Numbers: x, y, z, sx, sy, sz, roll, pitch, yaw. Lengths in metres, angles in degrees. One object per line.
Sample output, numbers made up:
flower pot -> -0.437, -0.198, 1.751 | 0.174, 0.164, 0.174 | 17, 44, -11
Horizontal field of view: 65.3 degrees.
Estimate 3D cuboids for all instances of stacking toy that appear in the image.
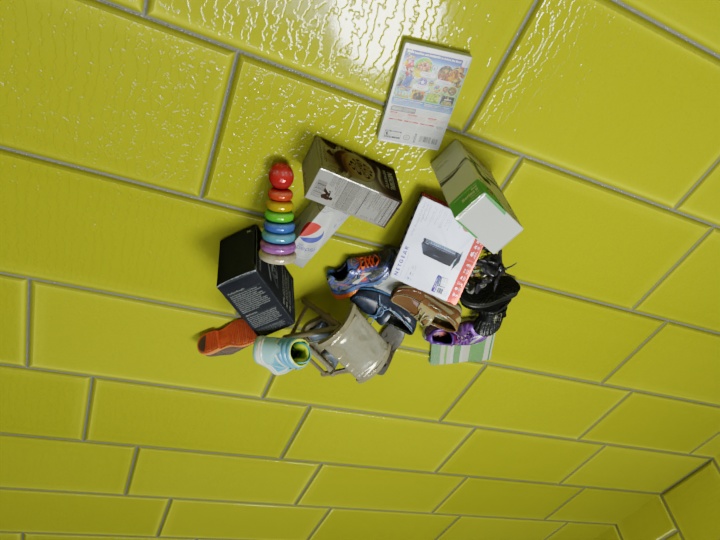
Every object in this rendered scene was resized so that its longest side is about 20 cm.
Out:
stacking toy -> -0.168, -0.122, 1.188 | 0.082, 0.086, 0.208 | 3, 108, -13

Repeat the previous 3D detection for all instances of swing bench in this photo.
swing bench -> -0.057, 0.183, 1.430 | 0.195, 0.133, 0.200 | 4, 147, 41

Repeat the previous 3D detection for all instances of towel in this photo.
towel -> 0.302, 0.222, 1.675 | 0.192, 0.024, 0.156 | -5, 133, -4

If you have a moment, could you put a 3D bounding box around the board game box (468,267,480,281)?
board game box -> 0.217, 0.038, 1.485 | 0.192, 0.024, 0.107 | -6, 136, -6

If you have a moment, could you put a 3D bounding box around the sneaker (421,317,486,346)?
sneaker -> 0.270, 0.186, 1.575 | 0.192, 0.084, 0.084 | -4, 105, -8

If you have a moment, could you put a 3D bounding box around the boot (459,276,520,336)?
boot -> 0.325, 0.106, 1.501 | 0.204, 0.081, 0.161 | -5, 136, -29

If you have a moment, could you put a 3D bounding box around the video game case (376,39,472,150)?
video game case -> 0.123, -0.340, 1.112 | 0.138, 0.018, 0.204 | 5, 132, -15

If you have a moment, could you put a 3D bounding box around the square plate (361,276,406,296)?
square plate -> 0.111, 0.063, 1.442 | 0.196, 0.029, 0.197 | -20, 135, 35

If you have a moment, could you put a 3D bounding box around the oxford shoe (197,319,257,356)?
oxford shoe -> -0.331, 0.181, 1.492 | 0.192, 0.074, 0.073 | -13, 155, 8

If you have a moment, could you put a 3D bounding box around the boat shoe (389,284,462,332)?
boat shoe -> 0.166, 0.097, 1.386 | 0.193, 0.076, 0.076 | 18, 144, -13

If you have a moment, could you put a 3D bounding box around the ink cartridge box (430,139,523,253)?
ink cartridge box -> 0.239, -0.158, 1.179 | 0.144, 0.204, 0.084 | 32, 119, -35

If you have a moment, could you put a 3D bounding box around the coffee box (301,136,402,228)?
coffee box -> -0.018, -0.182, 1.167 | 0.194, 0.115, 0.081 | 18, 129, -26

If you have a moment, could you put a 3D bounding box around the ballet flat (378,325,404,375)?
ballet flat -> 0.082, 0.218, 1.616 | 0.066, 0.047, 0.205 | 24, 125, 10

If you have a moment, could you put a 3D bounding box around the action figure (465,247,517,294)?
action figure -> 0.278, -0.012, 1.380 | 0.192, 0.123, 0.102 | 12, 167, 4

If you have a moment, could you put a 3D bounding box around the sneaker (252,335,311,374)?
sneaker -> -0.161, 0.208, 1.342 | 0.125, 0.083, 0.200 | 0, 165, 18

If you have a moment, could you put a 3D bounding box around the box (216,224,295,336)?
box -> -0.237, 0.027, 1.298 | 0.101, 0.151, 0.202 | -20, 133, 11

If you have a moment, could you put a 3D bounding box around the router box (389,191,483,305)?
router box -> 0.180, -0.048, 1.295 | 0.174, 0.049, 0.206 | 21, 108, -4

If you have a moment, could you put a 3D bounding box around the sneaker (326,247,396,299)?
sneaker -> 0.000, 0.000, 1.372 | 0.196, 0.077, 0.079 | -30, 129, 15

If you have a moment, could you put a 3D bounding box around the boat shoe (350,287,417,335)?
boat shoe -> 0.064, 0.104, 1.423 | 0.193, 0.071, 0.085 | 19, 144, -13

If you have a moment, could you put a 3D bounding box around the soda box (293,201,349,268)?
soda box -> -0.100, -0.102, 1.258 | 0.062, 0.070, 0.200 | 27, 124, -31
